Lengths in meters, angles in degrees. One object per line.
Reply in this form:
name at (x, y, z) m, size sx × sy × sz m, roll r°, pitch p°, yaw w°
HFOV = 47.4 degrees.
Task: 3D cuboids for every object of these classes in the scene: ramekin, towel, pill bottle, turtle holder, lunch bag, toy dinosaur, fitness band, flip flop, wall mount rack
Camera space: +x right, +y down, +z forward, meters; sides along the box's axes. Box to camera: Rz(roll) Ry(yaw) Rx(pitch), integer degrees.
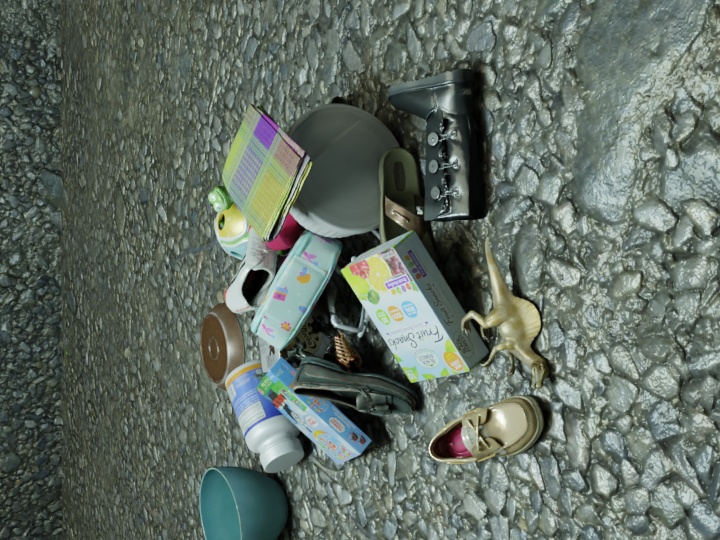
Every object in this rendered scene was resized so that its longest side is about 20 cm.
ramekin at (-0.036, -0.144, 1.254) m, size 0.094 × 0.201 × 0.204 m, roll 146°, pitch 115°, yaw -64°
towel at (-0.142, -0.144, 1.194) m, size 0.200 × 0.023 × 0.144 m, roll 47°, pitch 118°, yaw 45°
pill bottle at (-0.181, 0.283, 1.589) m, size 0.201 × 0.111 × 0.112 m, roll 62°, pitch 140°, yaw 30°
turtle holder at (-0.198, -0.084, 1.491) m, size 0.185 × 0.131 × 0.142 m, roll 0°, pitch -109°, yaw -81°
lunch bag at (-0.105, 0.027, 1.338) m, size 0.201 × 0.077 × 0.160 m, roll -59°, pitch 5°, yaw 9°
toy dinosaur at (-0.039, 0.142, 1.350) m, size 0.135 × 0.102 × 0.201 m, roll 36°, pitch 134°, yaw 12°
fitness band at (-0.133, -0.111, 1.321) m, size 0.200 × 0.037 × 0.145 m, roll -67°, pitch -31°, yaw -72°
toy dinosaur at (0.188, 0.063, 1.073) m, size 0.101 × 0.058 × 0.201 m, roll -30°, pitch 76°, yaw 38°
flip flop at (0.070, -0.089, 1.195) m, size 0.058 × 0.080 × 0.202 m, roll 146°, pitch 121°, yaw -66°
wall mount rack at (0.000, 0.000, 1.325) m, size 0.174 × 0.074 × 0.201 m, roll -85°, pitch 12°, yaw -59°

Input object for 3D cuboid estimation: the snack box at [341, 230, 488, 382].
snack box at (0.074, 0.056, 1.159) m, size 0.201 × 0.053 × 0.142 m, roll 58°, pitch 147°, yaw -7°

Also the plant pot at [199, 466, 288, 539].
plant pot at (-0.226, 0.487, 1.660) m, size 0.199 × 0.134 × 0.202 m, roll 12°, pitch 104°, yaw 55°

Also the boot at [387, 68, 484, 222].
boot at (0.103, -0.168, 1.158) m, size 0.164 × 0.065 × 0.202 m, roll 2°, pitch 100°, yaw 58°

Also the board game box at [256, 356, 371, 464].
board game box at (-0.083, 0.240, 1.379) m, size 0.200 × 0.037 × 0.151 m, roll 42°, pitch 155°, yaw 1°

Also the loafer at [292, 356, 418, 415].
loafer at (-0.011, 0.195, 1.275) m, size 0.198 × 0.063 × 0.072 m, roll 16°, pitch 135°, yaw 14°

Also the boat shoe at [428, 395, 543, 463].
boat shoe at (0.163, 0.223, 1.099) m, size 0.200 × 0.069 × 0.074 m, roll -43°, pitch 59°, yaw 50°

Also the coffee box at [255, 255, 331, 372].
coffee box at (-0.124, 0.075, 1.478) m, size 0.080 × 0.112 × 0.202 m, roll -17°, pitch 79°, yaw 56°

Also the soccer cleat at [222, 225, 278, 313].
soccer cleat at (-0.166, -0.020, 1.374) m, size 0.085 × 0.068 × 0.201 m, roll 1°, pitch 64°, yaw 54°

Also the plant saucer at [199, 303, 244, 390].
plant saucer at (-0.320, 0.176, 1.859) m, size 0.200 × 0.034 × 0.202 m, roll 12°, pitch 105°, yaw 55°

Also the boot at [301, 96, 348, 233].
boot at (-0.068, -0.176, 1.415) m, size 0.199 × 0.072 × 0.183 m, roll -25°, pitch 75°, yaw 48°
